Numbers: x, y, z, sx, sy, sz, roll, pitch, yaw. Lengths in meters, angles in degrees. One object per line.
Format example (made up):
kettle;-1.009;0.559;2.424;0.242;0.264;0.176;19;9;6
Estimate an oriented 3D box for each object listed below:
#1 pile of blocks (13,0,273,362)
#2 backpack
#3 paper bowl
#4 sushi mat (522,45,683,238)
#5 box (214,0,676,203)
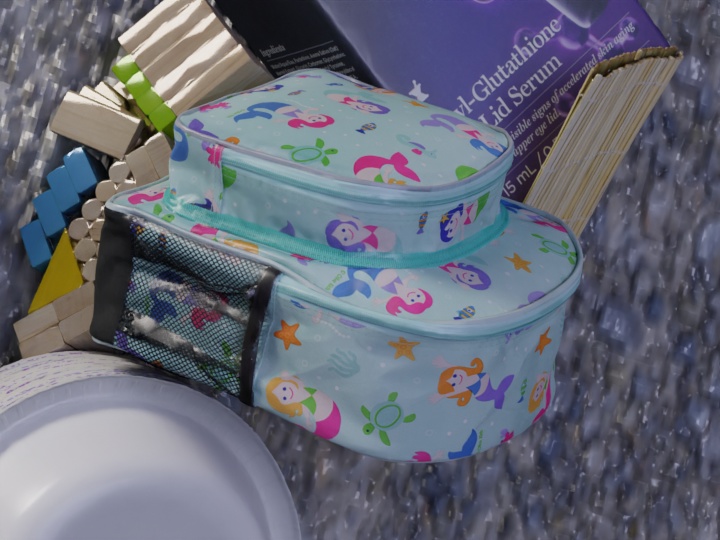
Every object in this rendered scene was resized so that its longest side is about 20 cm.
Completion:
pile of blocks;-0.111;-0.040;1.301;0.200;0.082;0.062;-61;154;-6
backpack;0.000;0.000;1.216;0.177;0.200;0.151;-26;137;-55
paper bowl;-0.121;0.143;1.233;0.200;0.104;0.201;-4;100;-25
sushi mat;0.096;-0.024;1.323;0.012;0.200;0.096;39;30;21
box;0.034;-0.133;1.340;0.148;0.104;0.200;-45;106;-20
